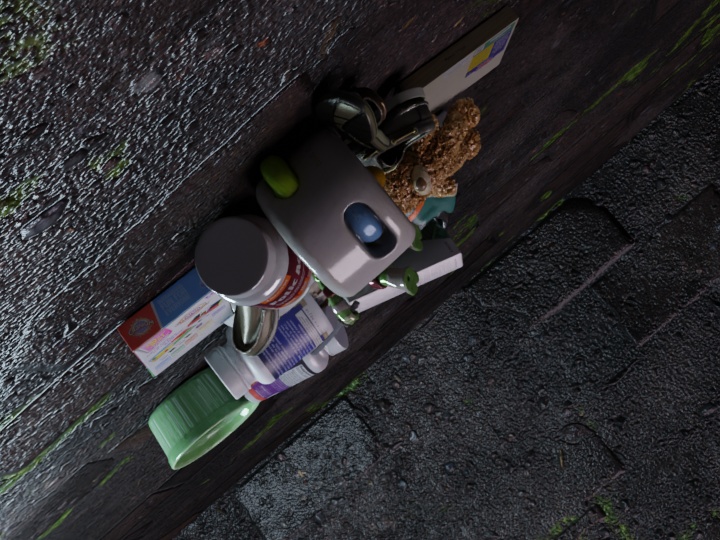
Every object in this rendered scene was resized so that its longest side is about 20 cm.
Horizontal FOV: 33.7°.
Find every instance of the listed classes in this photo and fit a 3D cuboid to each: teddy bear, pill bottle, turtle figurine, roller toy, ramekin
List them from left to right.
[{"bbox_3d":[-0.288,0.259,2.149,0.199,0.098,0.200,-38,170,-8],"label":"ramekin"},{"bbox_3d":[-0.135,-0.011,1.517,0.114,0.115,0.200,-40,170,6],"label":"pill bottle"},{"bbox_3d":[-0.154,0.116,1.968,0.199,0.120,0.120,-39,170,-7],"label":"pill bottle"},{"bbox_3d":[-0.125,0.142,2.088,0.198,0.113,0.111,-27,173,14],"label":"pill bottle"},{"bbox_3d":[-0.025,-0.075,1.453,0.139,0.183,0.200,-41,169,4],"label":"roller toy"},{"bbox_3d":[0.000,0.000,1.716,0.191,0.202,0.145,-3,-146,25],"label":"turtle figurine"},{"bbox_3d":[0.109,-0.158,1.661,0.199,0.066,0.147,-26,139,-44],"label":"teddy bear"}]

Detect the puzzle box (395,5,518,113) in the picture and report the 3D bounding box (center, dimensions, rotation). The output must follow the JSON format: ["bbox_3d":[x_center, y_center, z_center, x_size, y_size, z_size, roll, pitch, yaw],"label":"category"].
[{"bbox_3d":[0.123,-0.267,1.615,0.199,0.026,0.133,-37,169,-16],"label":"puzzle box"}]

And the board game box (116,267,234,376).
[{"bbox_3d":[-0.251,0.070,1.648,0.152,0.040,0.200,-38,170,-11],"label":"board game box"}]

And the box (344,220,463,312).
[{"bbox_3d":[0.044,-0.025,1.878,0.197,0.145,0.037,-23,139,-11],"label":"box"}]

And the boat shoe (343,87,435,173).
[{"bbox_3d":[0.028,-0.163,1.552,0.071,0.061,0.201,-17,166,-38],"label":"boat shoe"}]

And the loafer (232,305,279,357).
[{"bbox_3d":[-0.155,0.034,1.687,0.069,0.075,0.203,-12,126,-43],"label":"loafer"}]

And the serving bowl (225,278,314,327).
[{"bbox_3d":[-0.131,0.027,1.832,0.199,0.066,0.200,-38,169,-8],"label":"serving bowl"}]

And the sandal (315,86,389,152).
[{"bbox_3d":[-0.002,-0.188,1.411,0.058,0.079,0.201,-64,172,1],"label":"sandal"}]

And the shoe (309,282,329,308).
[{"bbox_3d":[-0.075,0.041,2.115,0.070,0.054,0.200,-38,167,-14],"label":"shoe"}]

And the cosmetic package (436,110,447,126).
[{"bbox_3d":[0.062,-0.145,1.836,0.199,0.052,0.151,-37,171,-11],"label":"cosmetic package"}]

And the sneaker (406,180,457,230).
[{"bbox_3d":[0.055,-0.090,1.727,0.197,0.081,0.071,-3,-165,-28],"label":"sneaker"}]
